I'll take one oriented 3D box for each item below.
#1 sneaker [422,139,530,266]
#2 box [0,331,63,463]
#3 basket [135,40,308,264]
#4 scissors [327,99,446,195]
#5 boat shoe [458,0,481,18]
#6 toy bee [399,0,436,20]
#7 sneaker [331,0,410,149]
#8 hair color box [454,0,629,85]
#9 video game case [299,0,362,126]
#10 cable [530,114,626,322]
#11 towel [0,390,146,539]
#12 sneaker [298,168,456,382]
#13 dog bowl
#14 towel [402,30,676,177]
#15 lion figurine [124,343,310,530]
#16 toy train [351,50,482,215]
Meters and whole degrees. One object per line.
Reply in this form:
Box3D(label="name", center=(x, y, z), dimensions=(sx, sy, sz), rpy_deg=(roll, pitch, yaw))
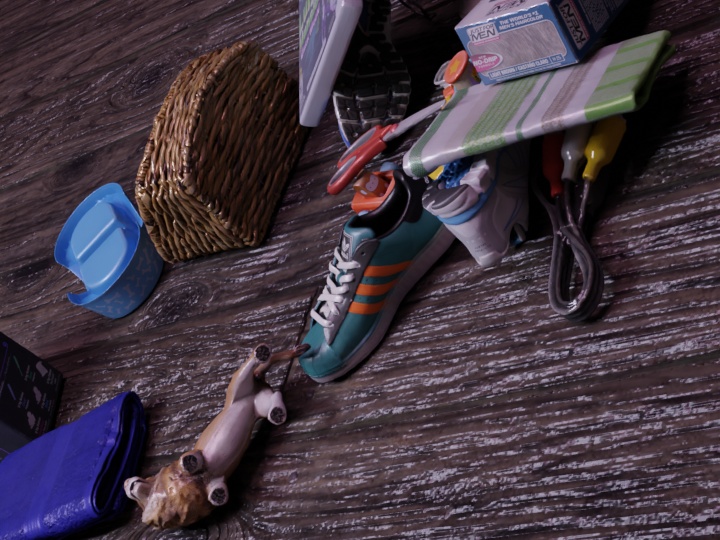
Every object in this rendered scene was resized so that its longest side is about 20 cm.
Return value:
Box3D(label="sneaker", center=(0.109, -0.064, 1.254), dimensions=(0.075, 0.087, 0.200), rpy_deg=(-24, 18, 30))
Box3D(label="box", center=(-0.429, 0.120, 1.584), dimensions=(0.122, 0.200, 0.106), rpy_deg=(-27, 40, 30))
Box3D(label="basket", center=(-0.164, -0.126, 1.568), dimensions=(0.149, 0.143, 0.200), rpy_deg=(-9, 50, 44))
Box3D(label="scissors", center=(0.028, -0.126, 1.350), dimensions=(0.200, 0.014, 0.073), rpy_deg=(-37, 18, 50))
Box3D(label="boat shoe", center=(0.134, -0.249, 1.424), dimensions=(0.200, 0.057, 0.067), rpy_deg=(-95, 27, -60))
Box3D(label="toy bee", center=(0.055, -0.322, 1.456), dimensions=(0.109, 0.131, 0.200), rpy_deg=(-56, 9, 4))
Box3D(label="sneaker", center=(0.003, -0.192, 1.508), dimensions=(0.089, 0.078, 0.201), rpy_deg=(104, 166, -58))
Box3D(label="hair color box", center=(0.175, -0.240, 1.294), dimensions=(0.100, 0.061, 0.200), rpy_deg=(-9, 29, 43))
Box3D(label="video game case", center=(-0.031, -0.266, 1.452), dimensions=(0.200, 0.023, 0.182), rpy_deg=(116, 156, -60))
Box3D(label="cable", center=(0.158, -0.048, 1.191), dimensions=(0.097, 0.050, 0.200), rpy_deg=(-17, 43, 41))
Box3D(label="towel", center=(-0.292, 0.212, 1.479), dimensions=(0.200, 0.050, 0.148), rpy_deg=(-27, 33, 32))
Box3D(label="sneaker", center=(0.000, 0.000, 1.303), dimensions=(0.200, 0.080, 0.071), rpy_deg=(-53, 32, 0))
Box3D(label="dog bowl", center=(-0.276, -0.019, 1.679), dimensions=(0.111, 0.050, 0.200), rpy_deg=(-45, 33, 7))
Box3D(label="towel", center=(0.144, -0.129, 1.208), dimensions=(0.200, 0.031, 0.149), rpy_deg=(-13, 23, 30))
Box3D(label="lion figurine", center=(-0.117, 0.143, 1.314), dimensions=(0.200, 0.072, 0.122), rpy_deg=(-48, 4, -14))
Box3D(label="toy train", center=(0.059, -0.129, 1.387), dimensions=(0.150, 0.056, 0.200), rpy_deg=(3, 60, 51))
